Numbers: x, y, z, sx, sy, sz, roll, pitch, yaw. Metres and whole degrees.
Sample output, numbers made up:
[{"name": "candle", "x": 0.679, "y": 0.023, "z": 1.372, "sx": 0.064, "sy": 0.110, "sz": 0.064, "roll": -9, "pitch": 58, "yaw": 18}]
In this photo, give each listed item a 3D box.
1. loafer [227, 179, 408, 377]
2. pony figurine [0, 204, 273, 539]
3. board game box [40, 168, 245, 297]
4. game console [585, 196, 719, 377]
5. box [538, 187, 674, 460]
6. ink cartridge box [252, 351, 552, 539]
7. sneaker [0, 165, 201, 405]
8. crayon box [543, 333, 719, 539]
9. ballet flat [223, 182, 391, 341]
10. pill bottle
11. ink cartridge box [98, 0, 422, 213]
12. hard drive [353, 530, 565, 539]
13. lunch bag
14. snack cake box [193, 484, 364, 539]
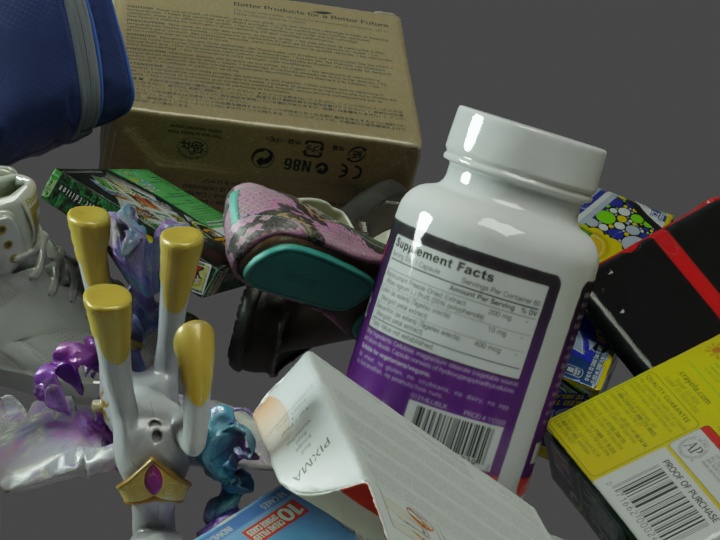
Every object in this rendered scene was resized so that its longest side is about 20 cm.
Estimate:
[{"name": "loafer", "x": -0.006, "y": 0.007, "z": 1.281, "sx": 0.071, "sy": 0.073, "sz": 0.200, "roll": 29, "pitch": 40, "yaw": 18}, {"name": "pony figurine", "x": -0.112, "y": 0.073, "z": 1.090, "sx": 0.166, "sy": 0.201, "sz": 0.193, "roll": -5, "pitch": 25, "yaw": -11}, {"name": "board game box", "x": -0.107, "y": -0.024, "z": 1.236, "sx": 0.105, "sy": 0.024, "sz": 0.200, "roll": 29, "pitch": 6, "yaw": 7}, {"name": "game console", "x": 0.231, "y": 0.056, "z": 1.278, "sx": 0.177, "sy": 0.031, "sz": 0.200, "roll": -28, "pitch": 74, "yaw": -42}, {"name": "box", "x": 0.128, "y": 0.028, "z": 1.306, "sx": 0.070, "sy": 0.064, "sz": 0.200, "roll": 21, "pitch": 36, "yaw": 8}, {"name": "ink cartridge box", "x": 0.039, "y": 0.135, "z": 0.991, "sx": 0.162, "sy": 0.050, "sz": 0.200, "roll": 36, "pitch": 14, "yaw": -25}, {"name": "sneaker", "x": -0.172, "y": 0.005, "z": 1.194, "sx": 0.199, "sy": 0.116, "sz": 0.074, "roll": 7, "pitch": 35, "yaw": -12}, {"name": "crayon box", "x": 0.214, "y": 0.091, "z": 1.153, "sx": 0.200, "sy": 0.051, "sz": 0.127, "roll": -25, "pitch": 41, "yaw": -11}, {"name": "ballet flat", "x": 0.000, "y": 0.000, "z": 1.212, "sx": 0.200, "sy": 0.069, "sz": 0.071, "roll": 27, "pitch": 38, "yaw": -41}, {"name": "pill bottle", "x": 0.060, "y": 0.020, "z": 1.142, "sx": 0.111, "sy": 0.201, "sz": 0.111, "roll": 18, "pitch": 5, "yaw": -2}, {"name": "ink cartridge box", "x": -0.069, "y": -0.109, "z": 1.413, "sx": 0.199, "sy": 0.075, "sz": 0.165, "roll": 6, "pitch": 35, "yaw": -9}, {"name": "hard drive", "x": 0.045, "y": 0.195, "z": 1.080, "sx": 0.139, "sy": 0.038, "sz": 0.200, "roll": 19, "pitch": 36, "yaw": 6}, {"name": "lunch bag", "x": -0.236, "y": -0.136, "z": 1.311, "sx": 0.132, "sy": 0.136, "sz": 0.200, "roll": -23, "pitch": 20, "yaw": -39}, {"name": "snack cake box", "x": -0.069, "y": 0.193, "z": 0.976, "sx": 0.200, "sy": 0.067, "sz": 0.115, "roll": -30, "pitch": 42, "yaw": -31}]
